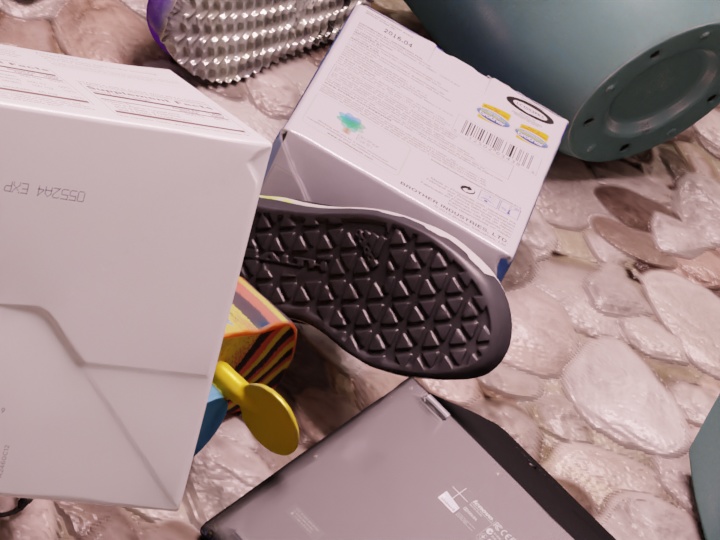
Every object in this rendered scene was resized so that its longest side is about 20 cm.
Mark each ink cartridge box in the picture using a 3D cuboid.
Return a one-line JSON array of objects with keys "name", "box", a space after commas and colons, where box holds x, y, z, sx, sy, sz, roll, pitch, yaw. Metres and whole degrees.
[{"name": "ink cartridge box", "box": [0.027, -0.057, 1.586, 0.136, 0.076, 0.200, 30, 32, -2]}]

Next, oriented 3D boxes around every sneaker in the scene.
[{"name": "sneaker", "box": [0.000, 0.000, 1.441, 0.200, 0.072, 0.083, 19, 9, 34]}, {"name": "sneaker", "box": [-0.076, -0.164, 1.674, 0.099, 0.070, 0.200, 34, 26, 21]}]

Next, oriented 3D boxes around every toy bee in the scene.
[{"name": "toy bee", "box": [-0.081, 0.039, 1.325, 0.131, 0.109, 0.200, 32, 31, 0]}]

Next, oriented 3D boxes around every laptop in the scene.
[{"name": "laptop", "box": [0.059, 0.154, 1.372, 0.200, 0.116, 0.187, -34, 64, -25]}]

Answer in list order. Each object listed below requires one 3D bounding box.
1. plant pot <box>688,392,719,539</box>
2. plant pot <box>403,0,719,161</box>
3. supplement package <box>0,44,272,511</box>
[{"name": "plant pot", "box": [0.256, 0.121, 1.472, 0.141, 0.142, 0.200, 9, 29, -32]}, {"name": "plant pot", "box": [0.134, -0.161, 1.727, 0.200, 0.201, 0.161, -4, 55, -43]}, {"name": "supplement package", "box": [-0.160, -0.005, 1.157, 0.199, 0.156, 0.111, 8, 15, -28]}]
